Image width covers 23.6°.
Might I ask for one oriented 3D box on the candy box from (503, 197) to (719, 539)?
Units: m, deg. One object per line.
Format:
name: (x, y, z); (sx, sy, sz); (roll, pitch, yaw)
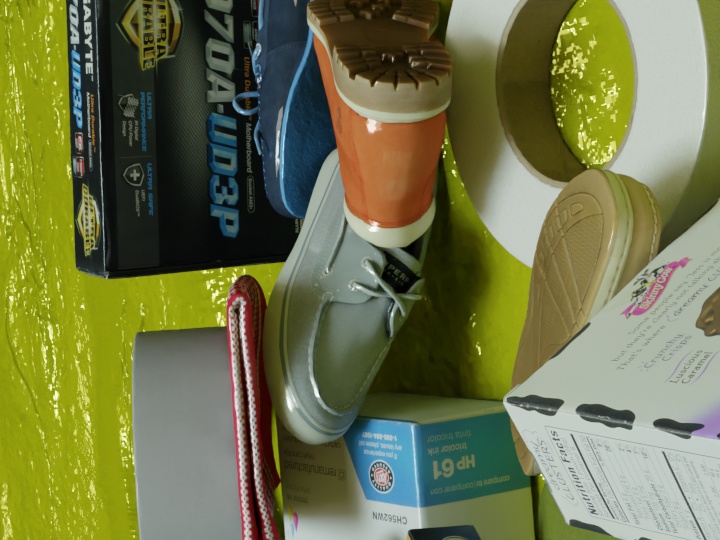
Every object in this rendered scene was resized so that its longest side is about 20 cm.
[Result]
candy box: (0.184, 0.038, 0.672); (0.200, 0.168, 0.072); (5, 129, 55)

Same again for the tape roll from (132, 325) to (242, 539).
tape roll: (-0.108, 0.138, 1.125); (0.200, 0.066, 0.201); (176, 90, -87)

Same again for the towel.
towel: (-0.062, 0.077, 1.009); (0.200, 0.022, 0.145); (-137, 43, -86)

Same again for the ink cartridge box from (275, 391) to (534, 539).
ink cartridge box: (0.028, 0.178, 0.997); (0.144, 0.084, 0.201); (-2, 95, 55)

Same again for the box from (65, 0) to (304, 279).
box: (-0.102, -0.101, 1.077); (0.046, 0.158, 0.201); (10, 103, 55)

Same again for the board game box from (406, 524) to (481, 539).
board game box: (0.041, 0.236, 0.773); (0.136, 0.034, 0.201); (-120, 34, -52)

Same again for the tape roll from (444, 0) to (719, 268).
tape roll: (0.114, -0.097, 0.873); (0.202, 0.037, 0.204); (12, 104, 55)

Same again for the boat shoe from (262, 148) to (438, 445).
boat shoe: (0.001, 0.000, 0.968); (0.071, 0.070, 0.202); (-23, 43, 45)

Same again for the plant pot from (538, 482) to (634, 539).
plant pot: (0.157, 0.155, 0.748); (0.200, 0.186, 0.188); (-123, 41, -54)

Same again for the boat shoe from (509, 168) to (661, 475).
boat shoe: (0.120, 0.025, 0.827); (0.200, 0.069, 0.074); (99, 165, -51)

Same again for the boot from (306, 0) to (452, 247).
boot: (0.009, -0.090, 0.953); (0.200, 0.075, 0.108); (-95, 4, -63)

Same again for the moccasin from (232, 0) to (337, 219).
moccasin: (-0.030, -0.131, 1.054); (0.068, 0.080, 0.201); (6, 86, 48)
